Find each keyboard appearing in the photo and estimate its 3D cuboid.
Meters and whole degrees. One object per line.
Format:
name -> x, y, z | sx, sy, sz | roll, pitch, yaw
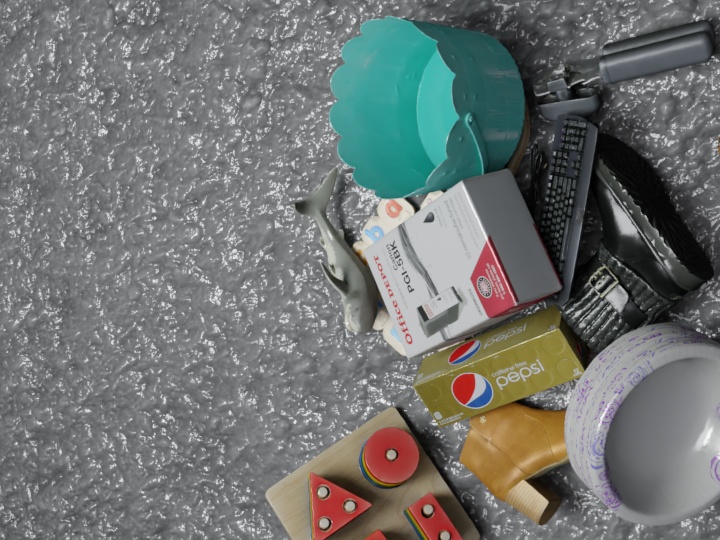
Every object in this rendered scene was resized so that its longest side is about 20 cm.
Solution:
keyboard -> 0.210, -0.071, 1.077 | 0.127, 0.020, 0.202 | -149, 66, -68

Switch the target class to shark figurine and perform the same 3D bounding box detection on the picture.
shark figurine -> -0.003, -0.011, 1.222 | 0.089, 0.128, 0.216 | -24, 65, 5

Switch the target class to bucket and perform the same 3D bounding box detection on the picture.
bucket -> 0.076, -0.180, 1.092 | 0.206, 0.134, 0.210 | 10, 103, 49

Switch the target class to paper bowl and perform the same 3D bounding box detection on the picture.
paper bowl -> 0.306, 0.153, 1.015 | 0.104, 0.198, 0.203 | -134, 53, -67

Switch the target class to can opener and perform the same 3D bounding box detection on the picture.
can opener -> 0.283, -0.211, 1.053 | 0.198, 0.054, 0.067 | -8, 125, 31

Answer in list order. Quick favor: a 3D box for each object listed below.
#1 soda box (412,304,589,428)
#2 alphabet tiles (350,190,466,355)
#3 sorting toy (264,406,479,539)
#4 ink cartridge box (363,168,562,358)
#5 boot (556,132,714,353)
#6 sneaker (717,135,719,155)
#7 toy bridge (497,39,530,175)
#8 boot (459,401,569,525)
soda box -> 0.164, 0.111, 1.135 | 0.199, 0.064, 0.068 | -26, 107, 28
alphabet tiles -> 0.077, 0.004, 1.214 | 0.195, 0.015, 0.201 | 42, 115, 19
sorting toy -> 0.018, 0.297, 1.187 | 0.200, 0.199, 0.070 | 55, 163, 12
ink cartridge box -> 0.108, -0.002, 1.098 | 0.200, 0.082, 0.148 | -35, 75, 50
boot -> 0.267, -0.026, 1.062 | 0.158, 0.079, 0.213 | -47, 59, 41
sneaker -> 0.442, -0.177, 0.952 | 0.087, 0.076, 0.201 | 34, 117, 5
toy bridge -> 0.163, -0.168, 1.132 | 0.067, 0.027, 0.203 | -3, 94, 30
boot -> 0.206, 0.178, 1.135 | 0.144, 0.071, 0.202 | 38, 101, 37
